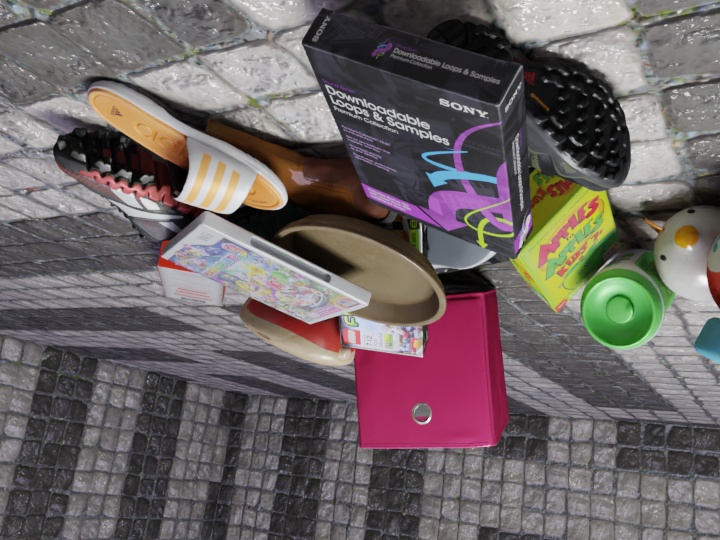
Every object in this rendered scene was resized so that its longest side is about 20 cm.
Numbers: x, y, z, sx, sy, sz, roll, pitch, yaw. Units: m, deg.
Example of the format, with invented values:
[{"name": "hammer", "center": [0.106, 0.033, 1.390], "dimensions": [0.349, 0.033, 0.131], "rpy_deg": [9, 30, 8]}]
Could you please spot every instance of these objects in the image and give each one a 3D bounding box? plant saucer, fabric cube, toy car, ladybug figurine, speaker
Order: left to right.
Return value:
[{"name": "ladybug figurine", "center": [-0.081, 0.069, 0.983], "dimensions": [0.198, 0.073, 0.135], "rpy_deg": [23, -174, 37]}, {"name": "plant saucer", "center": [0.000, 0.000, 0.765], "dimensions": [0.197, 0.030, 0.201], "rpy_deg": [19, 156, 8]}, {"name": "fabric cube", "center": [0.106, 0.136, 1.048], "dimensions": [0.193, 0.204, 0.200], "rpy_deg": [-4, 179, 17]}, {"name": "speaker", "center": [0.298, 0.027, 0.791], "dimensions": [0.087, 0.090, 0.199], "rpy_deg": [-1, -172, 28]}, {"name": "toy car", "center": [0.343, -0.013, 0.685], "dimensions": [0.175, 0.187, 0.199], "rpy_deg": [22, -173, -42]}]

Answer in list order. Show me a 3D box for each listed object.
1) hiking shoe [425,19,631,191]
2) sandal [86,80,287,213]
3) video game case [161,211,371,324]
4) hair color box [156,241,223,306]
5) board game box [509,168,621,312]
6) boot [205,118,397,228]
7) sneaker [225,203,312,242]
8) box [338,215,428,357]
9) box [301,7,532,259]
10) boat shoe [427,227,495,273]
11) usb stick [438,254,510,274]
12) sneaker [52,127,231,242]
[{"name": "hiking shoe", "center": [0.115, -0.116, 0.548], "dimensions": [0.198, 0.077, 0.100], "rpy_deg": [25, 166, -20]}, {"name": "sandal", "center": [-0.168, -0.096, 0.673], "dimensions": [0.204, 0.060, 0.079], "rpy_deg": [29, 155, -15]}, {"name": "video game case", "center": [-0.105, 0.004, 0.782], "dimensions": [0.198, 0.018, 0.143], "rpy_deg": [27, 156, -24]}, {"name": "hair color box", "center": [-0.260, 0.000, 1.133], "dimensions": [0.100, 0.062, 0.200], "rpy_deg": [10, 163, -10]}, {"name": "board game box", "center": [0.196, -0.034, 0.710], "dimensions": [0.048, 0.102, 0.200], "rpy_deg": [47, -175, 30]}, {"name": "boot", "center": [-0.051, -0.109, 0.697], "dimensions": [0.197, 0.069, 0.188], "rpy_deg": [23, 162, -5]}, {"name": "sneaker", "center": [-0.104, -0.061, 0.878], "dimensions": [0.196, 0.088, 0.076], "rpy_deg": [-8, 123, -3]}, {"name": "box", "center": [0.025, 0.009, 0.851], "dimensions": [0.108, 0.035, 0.203], "rpy_deg": [5, 125, 14]}, {"name": "box", "center": [0.049, -0.088, 0.513], "dimensions": [0.141, 0.036, 0.201], "rpy_deg": [24, 162, 24]}, {"name": "boat shoe", "center": [0.108, -0.029, 0.859], "dimensions": [0.065, 0.071, 0.199], "rpy_deg": [-9, 171, -35]}, {"name": "usb stick", "center": [0.132, -0.022, 0.922], "dimensions": [0.055, 0.033, 0.198], "rpy_deg": [27, 156, -34]}, {"name": "sneaker", "center": [-0.236, -0.081, 0.771], "dimensions": [0.198, 0.072, 0.098], "rpy_deg": [19, 130, -37]}]
